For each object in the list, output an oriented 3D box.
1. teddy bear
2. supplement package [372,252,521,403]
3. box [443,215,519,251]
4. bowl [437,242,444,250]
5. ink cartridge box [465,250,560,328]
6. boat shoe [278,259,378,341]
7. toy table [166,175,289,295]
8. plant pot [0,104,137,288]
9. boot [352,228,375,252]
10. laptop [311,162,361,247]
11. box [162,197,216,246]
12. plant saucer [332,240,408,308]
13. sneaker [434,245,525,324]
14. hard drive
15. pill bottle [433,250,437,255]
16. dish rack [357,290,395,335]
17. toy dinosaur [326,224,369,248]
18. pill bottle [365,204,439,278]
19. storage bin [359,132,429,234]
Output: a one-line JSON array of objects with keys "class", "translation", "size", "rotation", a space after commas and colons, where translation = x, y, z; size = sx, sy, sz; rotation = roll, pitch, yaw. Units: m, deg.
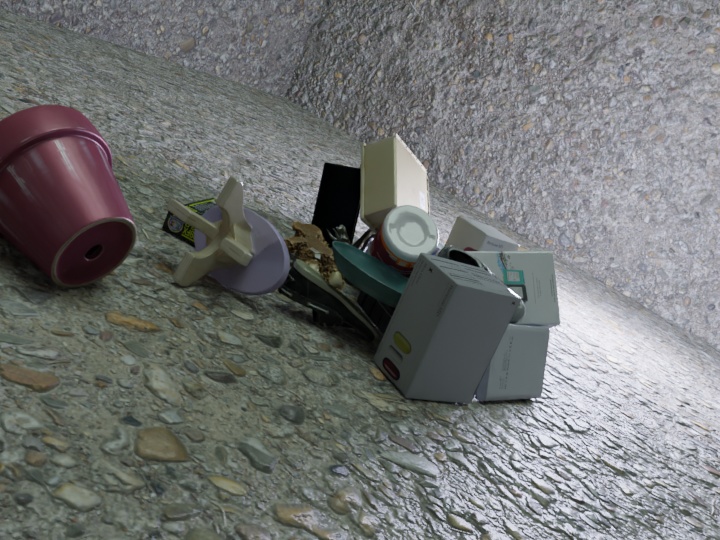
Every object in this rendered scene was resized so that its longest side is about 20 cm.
[{"class": "teddy bear", "translation": [-0.095, -0.019, 1.536], "size": [0.142, 0.068, 0.200], "rotation": [0, 35, -39]}, {"class": "supplement package", "translation": [0.139, 0.097, 1.243], "size": [0.153, 0.204, 0.111], "rotation": [11, 19, -38]}, {"class": "box", "translation": [0.255, -0.003, 1.763], "size": [0.126, 0.204, 0.109], "rotation": [11, 19, -40]}, {"class": "bowl", "translation": [0.138, -0.051, 1.922], "size": [0.198, 0.092, 0.201], "rotation": [29, 9, -5]}, {"class": "ink cartridge box", "translation": [0.271, 0.049, 1.525], "size": [0.194, 0.150, 0.147], "rotation": [0, -13, -13]}, {"class": "boat shoe", "translation": [-0.052, 0.065, 1.313], "size": [0.199, 0.068, 0.072], "rotation": [38, 3, -19]}, {"class": "toy table", "translation": [-0.216, -0.049, 1.228], "size": [0.196, 0.188, 0.117], "rotation": [19, -5, 27]}, {"class": "plant pot", "translation": [-0.399, -0.086, 1.026], "size": [0.179, 0.201, 0.199], "rotation": [47, 22, 19]}, {"class": "boot", "translation": [0.046, -0.028, 1.777], "size": [0.139, 0.077, 0.200], "rotation": [47, 33, -2]}, {"class": "laptop", "translation": [-0.057, -0.158, 1.796], "size": [0.113, 0.192, 0.200], "rotation": [12, 12, -9]}, {"class": "box", "translation": [-0.263, -0.076, 1.463], "size": [0.157, 0.045, 0.200], "rotation": [27, 15, 6]}, {"class": "plant saucer", "translation": [0.028, 0.016, 1.327], "size": [0.197, 0.036, 0.200], "rotation": [30, 9, -5]}, {"class": "sneaker", "translation": [0.216, 0.028, 1.392], "size": [0.198, 0.075, 0.082], "rotation": [35, -10, 6]}, {"class": "hard drive", "translation": [0.279, 0.165, 1.387], "size": [0.025, 0.136, 0.197], "rotation": [8, 0, 42]}, {"class": "pill bottle", "translation": [0.139, 0.014, 1.656], "size": [0.200, 0.121, 0.119], "rotation": [43, 20, 20]}, {"class": "dish rack", "translation": [0.090, 0.102, 1.388], "size": [0.198, 0.055, 0.154], "rotation": [29, 12, -32]}, {"class": "toy dinosaur", "translation": [0.000, 0.000, 1.619], "size": [0.101, 0.077, 0.202], "rotation": [-6, 56, -43]}, {"class": "pill bottle", "translation": [0.070, -0.028, 1.491], "size": [0.111, 0.201, 0.117], "rotation": [7, 62, -13]}, {"class": "storage bin", "translation": [0.086, -0.172, 1.762], "size": [0.198, 0.092, 0.205], "rotation": [40, 43, -50]}]
